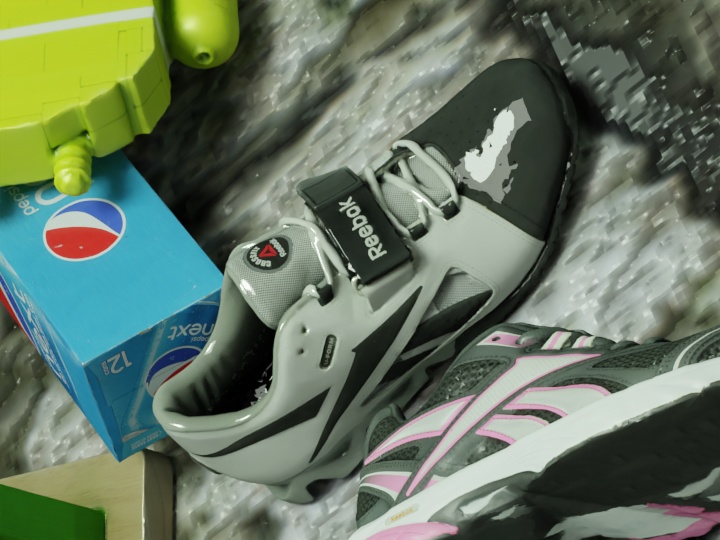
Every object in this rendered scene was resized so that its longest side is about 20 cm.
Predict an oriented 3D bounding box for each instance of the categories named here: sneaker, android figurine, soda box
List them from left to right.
[{"bbox_3d":[-0.140,-0.101,1.081,0.181,0.041,0.200,-10,46,3],"label":"android figurine"},{"bbox_3d":[-0.123,-0.016,1.072,0.068,0.064,0.200,-29,48,-15],"label":"soda box"},{"bbox_3d":[0.000,0.000,0.962,0.200,0.088,0.074,-53,48,13],"label":"sneaker"},{"bbox_3d":[0.070,0.048,0.894,0.200,0.080,0.087,-24,50,27],"label":"sneaker"}]

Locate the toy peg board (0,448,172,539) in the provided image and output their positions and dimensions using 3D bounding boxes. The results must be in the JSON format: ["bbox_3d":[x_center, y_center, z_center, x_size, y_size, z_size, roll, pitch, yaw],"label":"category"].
[{"bbox_3d":[-0.181,0.178,1.053,0.200,0.098,0.200,-16,66,37],"label":"toy peg board"}]
